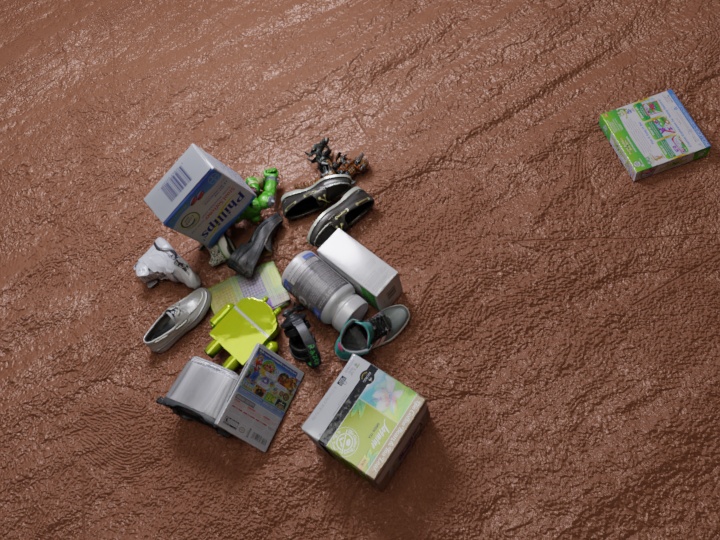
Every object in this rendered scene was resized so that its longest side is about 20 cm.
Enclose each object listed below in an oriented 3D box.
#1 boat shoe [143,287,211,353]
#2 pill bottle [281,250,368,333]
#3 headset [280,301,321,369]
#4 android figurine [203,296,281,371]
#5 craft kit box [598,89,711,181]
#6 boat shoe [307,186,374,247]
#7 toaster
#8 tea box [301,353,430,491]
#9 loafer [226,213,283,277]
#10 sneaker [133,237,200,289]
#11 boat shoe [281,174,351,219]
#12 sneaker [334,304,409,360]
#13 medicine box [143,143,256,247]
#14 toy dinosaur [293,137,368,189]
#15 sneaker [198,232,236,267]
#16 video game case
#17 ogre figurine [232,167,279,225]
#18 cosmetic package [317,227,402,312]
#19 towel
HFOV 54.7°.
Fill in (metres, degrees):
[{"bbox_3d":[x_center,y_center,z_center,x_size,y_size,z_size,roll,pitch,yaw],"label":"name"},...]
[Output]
[{"bbox_3d":[-0.455,0.115,1.720,0.200,0.066,0.072,-43,61,-6],"label":"boat shoe"},{"bbox_3d":[-0.084,0.054,1.659,0.200,0.114,0.114,39,75,19],"label":"pill bottle"},{"bbox_3d":[-0.133,0.143,1.632,0.093,0.124,0.200,-26,36,-16],"label":"headset"},{"bbox_3d":[-0.276,0.148,1.670,0.182,0.041,0.200,36,74,19],"label":"android figurine"},{"bbox_3d":[0.738,-0.343,1.756,0.196,0.049,0.201,-17,61,-2],"label":"craft kit box"},{"bbox_3d":[-0.050,-0.130,1.769,0.060,0.072,0.201,36,73,29],"label":"boat shoe"},{"bbox_3d":[-0.354,0.285,1.598,0.198,0.114,0.130,18,64,19],"label":"toaster"},{"bbox_3d":[0.016,0.326,1.494,0.196,0.134,0.201,28,71,22],"label":"tea box"},{"bbox_3d":[-0.255,-0.063,1.785,0.072,0.073,0.200,37,65,3],"label":"loafer"},{"bbox_3d":[-0.500,0.008,1.789,0.115,0.075,0.200,-43,59,-12],"label":"sneaker"},{"bbox_3d":[-0.111,-0.188,1.811,0.200,0.072,0.061,-20,53,14],"label":"boat shoe"},{"bbox_3d":[0.026,0.135,1.589,0.199,0.121,0.084,-33,80,-5],"label":"sneaker"},{"bbox_3d":[-0.386,-0.178,1.698,0.182,0.200,0.103,-47,63,6],"label":"medicine box"},{"bbox_3d":[-0.082,-0.270,1.847,0.199,0.102,0.137,-21,77,-25],"label":"toy dinosaur"},{"bbox_3d":[-0.397,-0.092,1.825,0.088,0.077,0.201,-33,60,2],"label":"sneaker"},{"bbox_3d":[-0.224,0.286,1.567,0.018,0.143,0.201,-4,54,53],"label":"video game case"},{"bbox_3d":[-0.301,-0.187,1.839,0.198,0.099,0.120,-13,49,-9],"label":"ogre figurine"},{"bbox_3d":[0.000,0.000,1.680,0.199,0.108,0.085,36,75,26],"label":"cosmetic package"},{"bbox_3d":[-0.285,0.067,1.747,0.199,0.023,0.144,-26,61,-4],"label":"towel"}]
